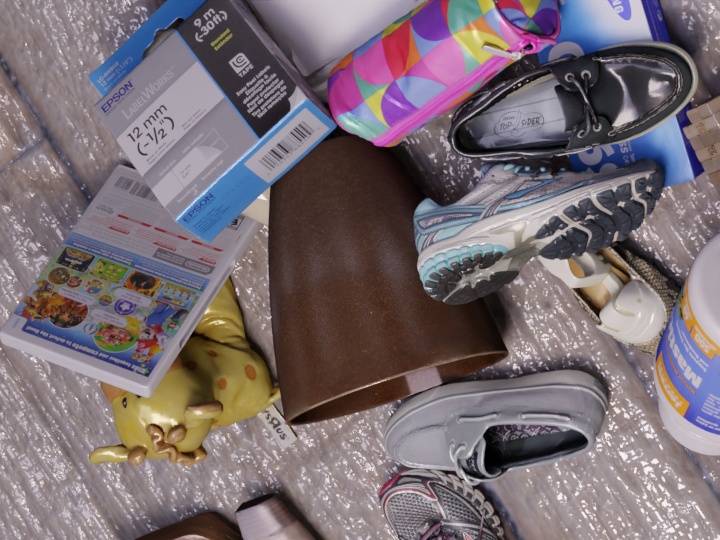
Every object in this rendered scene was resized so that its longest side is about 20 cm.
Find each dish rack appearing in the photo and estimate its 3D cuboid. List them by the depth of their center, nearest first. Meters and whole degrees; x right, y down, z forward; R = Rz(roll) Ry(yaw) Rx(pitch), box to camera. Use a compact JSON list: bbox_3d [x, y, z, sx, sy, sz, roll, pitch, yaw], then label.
[{"bbox_3d":[-0.015,-0.243,1.758,0.200,0.044,0.172,-33,89,27],"label":"dish rack"}]

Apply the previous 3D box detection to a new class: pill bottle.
[{"bbox_3d":[0.278,0.059,1.631,0.112,0.112,0.200,33,153,13],"label":"pill bottle"}]

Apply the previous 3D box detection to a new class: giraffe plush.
[{"bbox_3d":[-0.160,0.101,1.855,0.200,0.162,0.173,38,117,11],"label":"giraffe plush"}]

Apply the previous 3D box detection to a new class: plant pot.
[{"bbox_3d":[0.000,0.000,1.760,0.186,0.187,0.201,-22,81,28],"label":"plant pot"}]

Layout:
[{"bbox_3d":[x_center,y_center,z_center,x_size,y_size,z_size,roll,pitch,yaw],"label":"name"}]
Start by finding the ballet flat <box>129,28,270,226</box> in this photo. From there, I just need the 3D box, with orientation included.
[{"bbox_3d":[-0.126,-0.105,1.832,0.069,0.069,0.201,-36,84,28],"label":"ballet flat"}]

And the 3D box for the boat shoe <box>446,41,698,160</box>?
[{"bbox_3d":[0.153,-0.122,1.654,0.198,0.066,0.075,-7,101,27],"label":"boat shoe"}]

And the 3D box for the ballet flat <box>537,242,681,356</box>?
[{"bbox_3d":[0.183,0.005,1.721,0.200,0.075,0.068,45,117,6],"label":"ballet flat"}]

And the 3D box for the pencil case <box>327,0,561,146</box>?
[{"bbox_3d":[0.063,-0.166,1.685,0.200,0.088,0.089,-31,91,41],"label":"pencil case"}]

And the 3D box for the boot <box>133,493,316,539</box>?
[{"bbox_3d":[-0.111,0.284,1.942,0.199,0.070,0.147,-19,99,28],"label":"boot"}]

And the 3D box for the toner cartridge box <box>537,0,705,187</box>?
[{"bbox_3d":[0.190,-0.157,1.689,0.095,0.043,0.201,-15,99,27],"label":"toner cartridge box"}]

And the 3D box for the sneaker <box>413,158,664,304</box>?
[{"bbox_3d":[0.130,-0.053,1.667,0.199,0.078,0.087,-20,60,3],"label":"sneaker"}]

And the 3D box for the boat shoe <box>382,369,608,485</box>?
[{"bbox_3d":[0.103,0.134,1.788,0.200,0.072,0.070,-14,124,26],"label":"boat shoe"}]

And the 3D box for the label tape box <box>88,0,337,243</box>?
[{"bbox_3d":[-0.132,-0.144,1.752,0.143,0.066,0.200,-42,63,8],"label":"label tape box"}]

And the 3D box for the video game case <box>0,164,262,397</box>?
[{"bbox_3d":[-0.189,0.005,1.833,0.142,0.200,0.018,19,144,18],"label":"video game case"}]

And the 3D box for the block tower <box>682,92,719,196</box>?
[{"bbox_3d":[0.315,-0.043,1.648,0.201,0.058,0.054,63,162,-2],"label":"block tower"}]

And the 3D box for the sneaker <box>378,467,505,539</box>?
[{"bbox_3d":[0.093,0.246,1.831,0.200,0.075,0.081,45,118,5],"label":"sneaker"}]
